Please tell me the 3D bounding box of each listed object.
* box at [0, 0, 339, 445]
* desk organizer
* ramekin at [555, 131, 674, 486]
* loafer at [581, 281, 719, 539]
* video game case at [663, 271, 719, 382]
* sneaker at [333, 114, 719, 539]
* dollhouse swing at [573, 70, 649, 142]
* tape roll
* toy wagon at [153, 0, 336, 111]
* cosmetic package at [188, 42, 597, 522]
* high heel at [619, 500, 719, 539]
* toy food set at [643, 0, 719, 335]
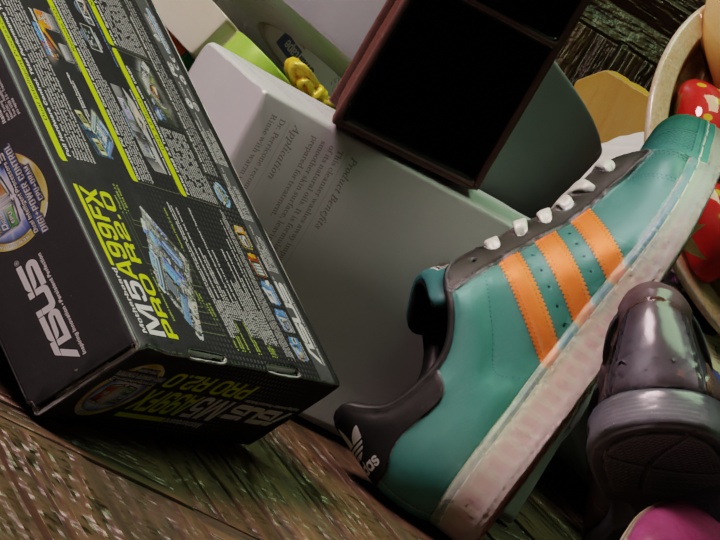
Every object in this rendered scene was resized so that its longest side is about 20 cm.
[{"bbox_3d":[-0.095,-0.042,0.952,0.201,0.044,0.160,63,18,16],"label":"box"},{"bbox_3d":[0.066,-0.129,1.082,0.071,0.201,0.077,30,10,-4],"label":"desk organizer"},{"bbox_3d":[0.155,0.022,1.385,0.202,0.203,0.094,27,-3,-34],"label":"ramekin"},{"bbox_3d":[0.117,0.070,1.056,0.071,0.063,0.200,-1,-25,6],"label":"loafer"},{"bbox_3d":[0.187,0.099,1.261,0.181,0.036,0.201,27,34,-34],"label":"video game case"},{"bbox_3d":[0.067,0.006,1.073,0.080,0.200,0.071,35,-21,6],"label":"sneaker"},{"bbox_3d":[0.251,-0.049,2.408,0.200,0.176,0.181,34,7,32],"label":"dollhouse swing"},{"bbox_3d":[0.014,-0.097,1.256,0.200,0.066,0.200,44,-7,6],"label":"tape roll"},{"bbox_3d":[-0.073,-0.105,1.220,0.155,0.040,0.200,49,-3,-39],"label":"toy wagon"},{"bbox_3d":[0.002,0.006,1.134,0.199,0.113,0.081,29,7,-28],"label":"cosmetic package"},{"bbox_3d":[0.147,0.138,1.008,0.096,0.068,0.200,23,-11,26],"label":"high heel"},{"bbox_3d":[0.213,-0.042,1.309,0.198,0.201,0.049,43,-36,-19],"label":"toy food set"}]
